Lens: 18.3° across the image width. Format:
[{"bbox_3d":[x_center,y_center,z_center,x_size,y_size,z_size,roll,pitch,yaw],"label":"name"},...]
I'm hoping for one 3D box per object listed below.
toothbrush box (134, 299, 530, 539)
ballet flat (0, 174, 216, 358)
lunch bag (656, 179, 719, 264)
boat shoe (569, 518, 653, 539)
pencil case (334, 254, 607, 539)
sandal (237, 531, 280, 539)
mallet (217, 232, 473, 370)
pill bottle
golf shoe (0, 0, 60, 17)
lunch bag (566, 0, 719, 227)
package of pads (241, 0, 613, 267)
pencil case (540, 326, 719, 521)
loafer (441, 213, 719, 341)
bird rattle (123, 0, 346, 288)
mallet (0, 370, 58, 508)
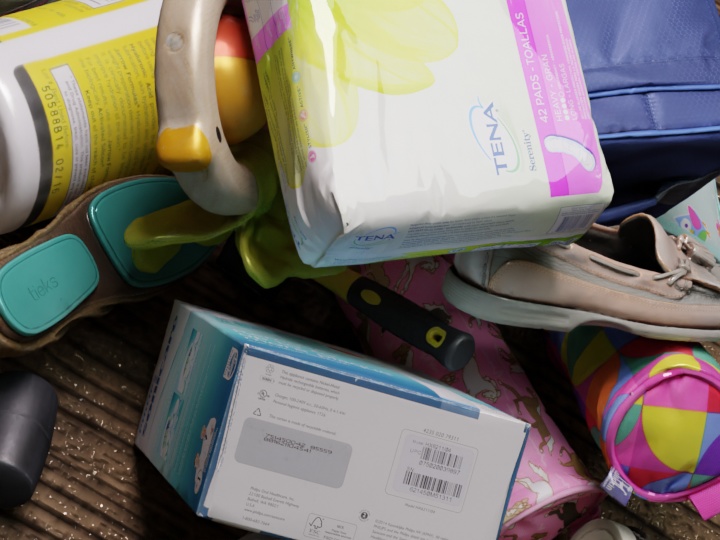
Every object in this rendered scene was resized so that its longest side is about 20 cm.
[{"bbox_3d":[-0.021,0.082,1.109,0.145,0.200,0.086,16,90,-14],"label":"toothbrush box"},{"bbox_3d":[-0.153,0.002,1.180,0.200,0.072,0.068,-36,100,-53],"label":"ballet flat"},{"bbox_3d":[0.128,-0.071,1.379,0.198,0.122,0.171,11,49,-16],"label":"lunch bag"},{"bbox_3d":[0.151,0.232,1.187,0.059,0.072,0.201,20,52,-36],"label":"boat shoe"},{"bbox_3d":[0.060,0.066,1.257,0.086,0.083,0.201,-24,67,-11],"label":"pencil case"},{"bbox_3d":[-0.017,0.167,1.144,0.206,0.059,0.080,11,91,-50],"label":"sandal"},{"bbox_3d":[0.000,0.000,1.200,0.041,0.199,0.066,38,78,-41],"label":"mallet"},{"bbox_3d":[-0.145,-0.098,1.242,0.199,0.111,0.112,-23,69,-40],"label":"pill bottle"},{"bbox_3d":[-0.247,-0.155,1.246,0.199,0.088,0.077,-20,69,-38],"label":"golf shoe"},{"bbox_3d":[0.112,-0.086,1.220,0.199,0.136,0.133,-9,69,-29],"label":"lunch bag"},{"bbox_3d":[0.025,-0.106,1.083,0.153,0.068,0.202,-6,73,-23],"label":"package of pads"},{"bbox_3d":[0.156,0.061,1.249,0.088,0.089,0.200,22,17,-14],"label":"pencil case"},{"bbox_3d":[0.136,-0.003,1.170,0.199,0.063,0.072,3,20,-33],"label":"loafer"},{"bbox_3d":[-0.057,-0.094,1.138,0.112,0.163,0.202,7,78,17],"label":"bird rattle"},{"bbox_3d":[-0.248,0.067,1.106,0.199,0.041,0.066,14,46,-16],"label":"mallet"}]
